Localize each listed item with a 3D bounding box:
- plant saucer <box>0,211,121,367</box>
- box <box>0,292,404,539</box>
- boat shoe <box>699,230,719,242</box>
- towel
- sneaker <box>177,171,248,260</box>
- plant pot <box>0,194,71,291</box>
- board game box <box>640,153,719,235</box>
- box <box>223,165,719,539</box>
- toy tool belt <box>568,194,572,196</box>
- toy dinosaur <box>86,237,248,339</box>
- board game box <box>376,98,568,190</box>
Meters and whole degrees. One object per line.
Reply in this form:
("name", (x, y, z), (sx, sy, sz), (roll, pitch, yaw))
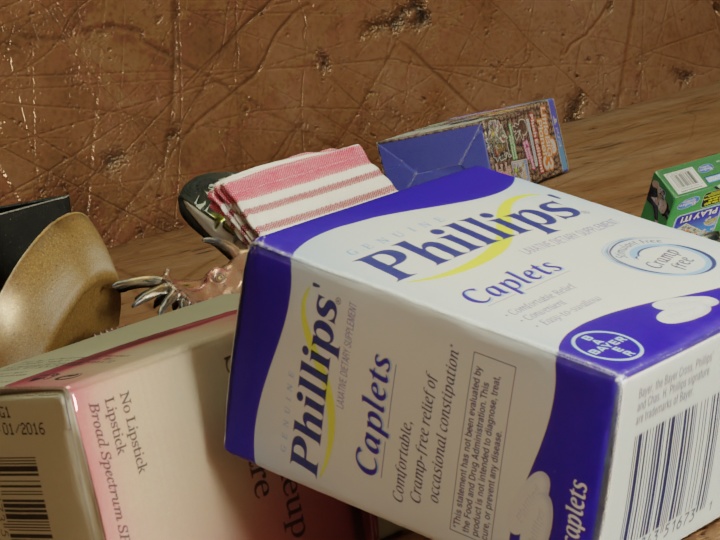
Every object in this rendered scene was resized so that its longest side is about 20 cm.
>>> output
("plant saucer", (-0.199, 0.062, 1.550), (0.035, 0.200, 0.200), (20, 14, 11))
("box", (-0.086, 0.091, 1.159), (0.109, 0.128, 0.200), (-6, 10, 44))
("boat shoe", (0.216, 0.012, 1.437), (0.072, 0.071, 0.200), (-43, 14, -20))
("towel", (0.000, 0.000, 1.688), (0.146, 0.200, 0.030), (-18, -27, -44))
("sneaker", (-0.052, 0.010, 1.729), (0.085, 0.200, 0.074), (-56, -2, 41))
("plant pot", (-0.321, 0.061, 1.737), (0.199, 0.178, 0.200), (-8, 7, 42))
("board game box", (0.277, -0.037, 1.671), (0.200, 0.029, 0.135), (-16, -38, -23))
("box", (0.074, 0.041, 1.090), (0.200, 0.105, 0.184), (19, 23, 33))
("toy tool belt", (0.109, -0.002, 1.586), (0.125, 0.123, 0.200), (25, 9, -2))
("toy dinosaur", (-0.139, 0.062, 1.523), (0.086, 0.136, 0.200), (-7, 9, 44))
("board game box", (0.144, -0.145, 3.078), (0.159, 0.097, 0.200), (-9, 7, 33))
